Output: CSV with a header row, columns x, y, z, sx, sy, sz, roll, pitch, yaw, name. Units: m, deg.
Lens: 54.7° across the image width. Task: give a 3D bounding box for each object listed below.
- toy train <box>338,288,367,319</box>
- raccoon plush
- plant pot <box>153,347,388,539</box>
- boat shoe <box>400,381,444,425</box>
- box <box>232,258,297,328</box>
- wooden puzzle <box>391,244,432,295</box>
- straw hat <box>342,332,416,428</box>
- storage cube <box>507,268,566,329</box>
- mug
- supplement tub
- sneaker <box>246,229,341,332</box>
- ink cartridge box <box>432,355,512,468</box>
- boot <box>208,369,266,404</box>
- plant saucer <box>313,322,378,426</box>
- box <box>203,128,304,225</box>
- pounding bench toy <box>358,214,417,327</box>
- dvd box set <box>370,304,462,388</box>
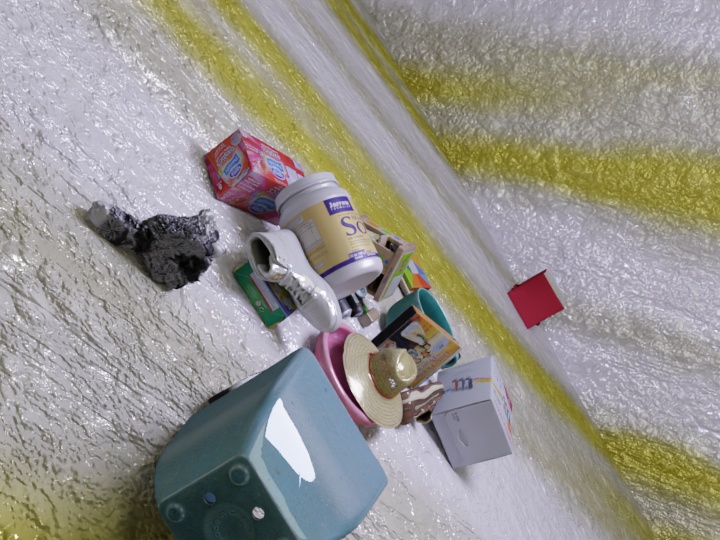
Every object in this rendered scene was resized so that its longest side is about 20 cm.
x,y,z,sx,sy,sz,roll,pitch,yaw,name
-0.066,0.009,1.377,0.114,0.085,0.202,-19,78,-59,toy train
-0.276,-0.070,0.992,0.200,0.096,0.135,46,16,-30,raccoon plush
-0.111,0.236,0.762,0.198,0.194,0.200,58,14,-1,plant pot
0.123,0.284,1.459,0.201,0.074,0.076,0,71,-58,boat shoe
-0.141,0.014,1.240,0.118,0.048,0.200,57,19,-6,box
0.132,-0.006,1.907,0.199,0.037,0.187,7,55,-65,wooden puzzle
0.056,0.183,1.264,0.201,0.085,0.202,47,24,-28,straw hat
0.759,0.120,2.975,0.202,0.179,0.171,60,21,6,storage cube
0.135,0.148,1.594,0.152,0.114,0.187,6,56,-65,mug
-0.060,-0.059,1.254,0.202,0.144,0.145,64,21,12,supplement tub
-0.116,0.022,1.139,0.201,0.074,0.115,55,23,13,sneaker
0.255,0.317,1.570,0.147,0.143,0.200,66,19,-15,ink cartridge box
-0.122,0.214,0.978,0.199,0.077,0.140,0,66,-65,boot
-0.022,0.192,1.264,0.201,0.050,0.202,47,25,-29,plant saucer
-0.188,-0.171,1.311,0.199,0.095,0.101,22,41,-58,box
0.000,0.000,1.494,0.155,0.202,0.124,29,14,13,pounding bench toy
0.112,0.167,1.470,0.200,0.146,0.030,39,15,-44,dvd box set
